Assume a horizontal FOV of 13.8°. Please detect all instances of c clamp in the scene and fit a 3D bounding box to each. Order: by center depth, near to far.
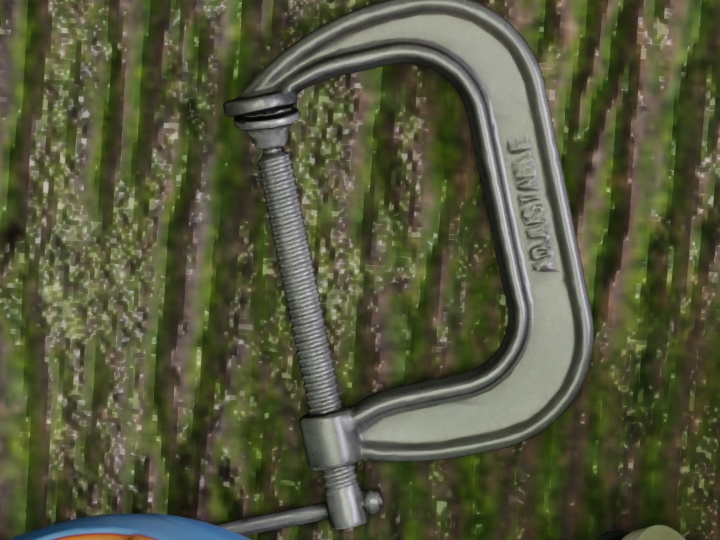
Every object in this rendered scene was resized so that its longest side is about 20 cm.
[{"bbox_3d":[0.000,0.000,1.113,0.170,0.027,0.201,-6,94,3],"label":"c clamp"}]

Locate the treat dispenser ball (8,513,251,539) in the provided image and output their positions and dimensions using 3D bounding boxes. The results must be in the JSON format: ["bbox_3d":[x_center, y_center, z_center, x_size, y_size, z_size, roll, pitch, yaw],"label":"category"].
[{"bbox_3d":[-0.082,0.186,1.042,0.200,0.201,0.202,0,94,2],"label":"treat dispenser ball"}]

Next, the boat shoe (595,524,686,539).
[{"bbox_3d":[0.128,0.186,1.106,0.063,0.074,0.202,-19,107,42],"label":"boat shoe"}]
